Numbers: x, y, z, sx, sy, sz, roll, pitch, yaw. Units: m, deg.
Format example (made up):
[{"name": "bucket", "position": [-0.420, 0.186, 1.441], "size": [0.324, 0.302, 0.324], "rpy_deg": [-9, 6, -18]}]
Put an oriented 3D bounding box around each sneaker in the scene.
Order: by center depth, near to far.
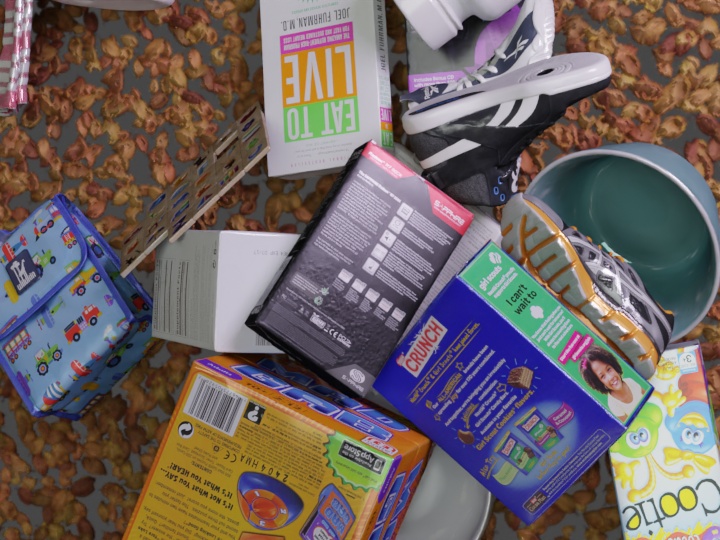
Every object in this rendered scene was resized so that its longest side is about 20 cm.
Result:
[{"name": "sneaker", "position": [0.203, 0.008, 1.445], "size": [0.200, 0.077, 0.078], "rpy_deg": [50, 143, -1]}, {"name": "sneaker", "position": [0.147, -0.122, 1.472], "size": [0.198, 0.073, 0.113], "rpy_deg": [-15, 110, 21]}, {"name": "sneaker", "position": [0.106, -0.176, 1.532], "size": [0.128, 0.080, 0.201], "rpy_deg": [15, 111, 0]}]

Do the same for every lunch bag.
[{"name": "lunch bag", "position": [-0.317, 0.030, 1.670], "size": [0.150, 0.094, 0.200], "rpy_deg": [-43, 70, 11]}]

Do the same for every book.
[{"name": "book", "position": [-0.032, -0.199, 1.597], "size": [0.133, 0.048, 0.202], "rpy_deg": [-7, 85, 32]}]

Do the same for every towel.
[{"name": "towel", "position": [-0.352, -0.259, 1.637], "size": [0.030, 0.146, 0.202], "rpy_deg": [3, 91, -17]}]

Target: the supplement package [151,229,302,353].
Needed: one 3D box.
[{"name": "supplement package", "position": [-0.119, 0.018, 1.547], "size": [0.113, 0.200, 0.111], "rpy_deg": [3, 91, -24]}]

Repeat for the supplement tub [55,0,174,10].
[{"name": "supplement tub", "position": [-0.250, -0.370, 1.612], "size": [0.143, 0.145, 0.202], "rpy_deg": [4, 91, 12]}]

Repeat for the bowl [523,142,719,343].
[{"name": "bowl", "position": [0.254, -0.039, 1.503], "size": [0.199, 0.105, 0.203], "rpy_deg": [15, 123, 24]}]

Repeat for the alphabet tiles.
[{"name": "alphabet tiles", "position": [-0.166, -0.078, 1.592], "size": [0.200, 0.167, 0.008], "rpy_deg": [-43, 110, 10]}]

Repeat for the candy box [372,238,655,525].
[{"name": "candy box", "position": [0.133, 0.102, 1.446], "size": [0.200, 0.077, 0.169], "rpy_deg": [41, 131, 4]}]

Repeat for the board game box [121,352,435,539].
[{"name": "board game box", "position": [-0.072, 0.207, 1.465], "size": [0.199, 0.200, 0.201], "rpy_deg": [24, 96, 12]}]

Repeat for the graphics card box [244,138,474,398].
[{"name": "graphics card box", "position": [0.000, 0.000, 1.455], "size": [0.125, 0.051, 0.201], "rpy_deg": [34, 76, -12]}]

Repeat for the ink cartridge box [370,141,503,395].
[{"name": "ink cartridge box", "position": [0.032, -0.001, 1.580], "size": [0.161, 0.050, 0.201], "rpy_deg": [41, 100, 27]}]

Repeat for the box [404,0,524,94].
[{"name": "box", "position": [0.113, -0.264, 1.589], "size": [0.141, 0.036, 0.202], "rpy_deg": [-4, 89, 12]}]

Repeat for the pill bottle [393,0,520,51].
[{"name": "pill bottle", "position": [0.121, -0.302, 1.511], "size": [0.199, 0.114, 0.115], "rpy_deg": [-37, 83, 9]}]

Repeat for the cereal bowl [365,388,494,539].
[{"name": "cereal bowl", "position": [0.038, 0.208, 1.583], "size": [0.198, 0.083, 0.202], "rpy_deg": [0, 90, 12]}]

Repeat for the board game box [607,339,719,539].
[{"name": "board game box", "position": [0.288, 0.175, 1.518], "size": [0.102, 0.105, 0.202], "rpy_deg": [-11, 89, 12]}]
